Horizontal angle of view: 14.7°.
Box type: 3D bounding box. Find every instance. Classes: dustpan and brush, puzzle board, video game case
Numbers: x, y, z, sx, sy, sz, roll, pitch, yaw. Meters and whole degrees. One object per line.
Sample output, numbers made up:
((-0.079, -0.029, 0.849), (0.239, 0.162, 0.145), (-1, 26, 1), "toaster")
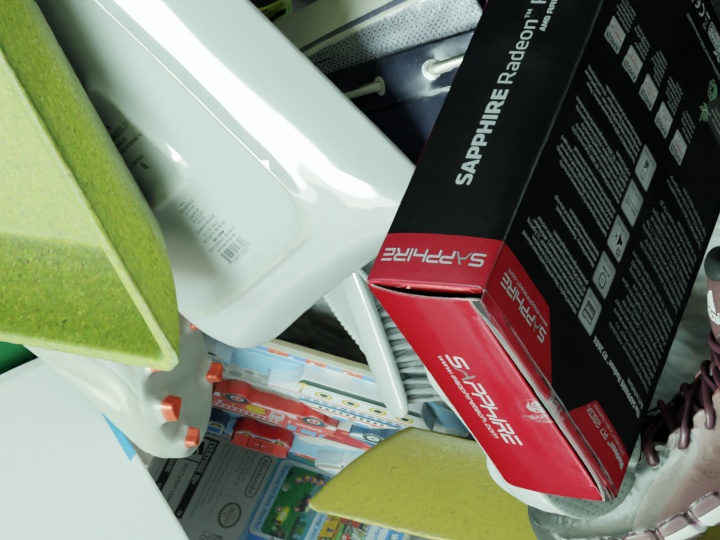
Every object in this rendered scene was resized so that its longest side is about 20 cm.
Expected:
((0.000, 0.000, 1.238), (0.139, 0.057, 0.201), (26, 142, 65), "dustpan and brush")
((-0.042, 0.067, 1.403), (0.199, 0.017, 0.151), (16, 160, -4), "puzzle board")
((-0.054, 0.181, 1.464), (0.181, 0.201, 0.024), (16, 151, 17), "video game case")

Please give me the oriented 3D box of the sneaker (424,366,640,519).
((0.044, 0.011, 1.153), (0.080, 0.070, 0.201), (-13, 99, 66), "sneaker")

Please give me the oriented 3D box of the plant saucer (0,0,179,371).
((-0.168, -0.059, 1.093), (0.199, 0.048, 0.201), (8, 137, 40), "plant saucer")

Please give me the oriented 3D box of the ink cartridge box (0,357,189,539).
((-0.164, 0.156, 1.367), (0.129, 0.125, 0.200), (56, 161, 23), "ink cartridge box")

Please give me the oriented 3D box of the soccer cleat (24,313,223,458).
((-0.126, 0.017, 1.257), (0.077, 0.070, 0.200), (1, 146, 27), "soccer cleat")

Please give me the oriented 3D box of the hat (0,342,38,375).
((-0.235, 0.076, 1.348), (0.165, 0.177, 0.200), (30, 154, 1), "hat")

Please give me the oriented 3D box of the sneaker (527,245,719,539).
((0.145, 0.043, 1.167), (0.199, 0.076, 0.116), (-21, 124, 17), "sneaker")

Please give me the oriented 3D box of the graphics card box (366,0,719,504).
((0.078, -0.038, 0.968), (0.051, 0.201, 0.126), (4, 147, 34), "graphics card box")

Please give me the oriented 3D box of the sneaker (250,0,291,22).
((-0.049, -0.124, 1.084), (0.076, 0.076, 0.200), (19, 163, -27), "sneaker")

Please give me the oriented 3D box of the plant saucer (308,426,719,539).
((0.105, 0.115, 1.317), (0.199, 0.049, 0.200), (12, 178, 26), "plant saucer")

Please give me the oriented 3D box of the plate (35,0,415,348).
((-0.083, -0.056, 1.087), (0.200, 0.032, 0.199), (44, 151, -5), "plate")

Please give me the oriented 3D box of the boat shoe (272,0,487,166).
((0.003, -0.054, 1.072), (0.074, 0.093, 0.200), (-5, 165, -44), "boat shoe")

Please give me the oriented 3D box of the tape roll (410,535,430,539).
((0.116, 0.178, 1.374), (0.199, 0.067, 0.200), (13, 177, 1), "tape roll")
